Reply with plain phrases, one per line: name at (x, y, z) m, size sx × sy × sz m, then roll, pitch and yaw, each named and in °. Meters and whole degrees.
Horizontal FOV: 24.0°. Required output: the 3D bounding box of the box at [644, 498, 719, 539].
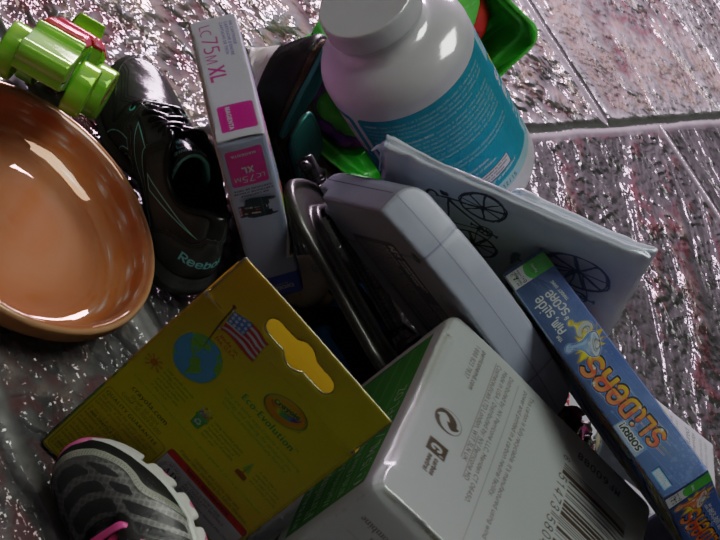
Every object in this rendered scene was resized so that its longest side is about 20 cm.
box at (0.273, 0.274, 1.286) m, size 0.200 × 0.148 × 0.107 m, roll 30°, pitch 37°, yaw -30°

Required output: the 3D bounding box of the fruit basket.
fruit basket at (0.035, -0.162, 1.366) m, size 0.155 × 0.215 × 0.216 m, roll 39°, pitch 33°, yaw -34°

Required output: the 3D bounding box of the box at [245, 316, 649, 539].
box at (0.048, 0.182, 1.077) m, size 0.200 × 0.171 × 0.199 m, roll 44°, pitch 32°, yaw -9°

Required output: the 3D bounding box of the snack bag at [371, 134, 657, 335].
snack bag at (0.098, -0.018, 1.192) m, size 0.199 × 0.189 × 0.021 m, roll 24°, pitch 70°, yaw 7°

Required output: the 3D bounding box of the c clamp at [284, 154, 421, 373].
c clamp at (0.000, 0.000, 1.217) m, size 0.201 × 0.027 × 0.171 m, roll 62°, pitch 11°, yaw 9°

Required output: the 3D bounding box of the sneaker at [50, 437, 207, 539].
sneaker at (-0.127, 0.186, 0.946) m, size 0.087 × 0.074 × 0.201 m, roll -7°, pitch 68°, yaw -61°

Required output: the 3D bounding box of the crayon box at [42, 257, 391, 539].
crayon box at (-0.079, 0.085, 0.991) m, size 0.127 × 0.200 × 0.051 m, roll 49°, pitch 32°, yaw -3°

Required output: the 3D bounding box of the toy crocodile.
toy crocodile at (-0.202, -0.146, 1.156) m, size 0.067 × 0.062 × 0.200 m, roll 29°, pitch 4°, yaw -3°

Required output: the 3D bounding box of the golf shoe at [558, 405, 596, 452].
golf shoe at (0.128, 0.199, 1.237) m, size 0.073 × 0.092 × 0.201 m, roll 2°, pitch 84°, yaw -64°

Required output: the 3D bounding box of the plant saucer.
plant saucer at (-0.223, -0.036, 1.091) m, size 0.200 × 0.037 × 0.201 m, roll 32°, pitch 35°, yaw -26°

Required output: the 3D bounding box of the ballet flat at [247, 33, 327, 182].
ballet flat at (-0.064, -0.125, 1.274) m, size 0.068 × 0.200 × 0.068 m, roll 29°, pitch 67°, yaw 7°

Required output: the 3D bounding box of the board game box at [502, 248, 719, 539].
board game box at (0.174, 0.093, 1.133) m, size 0.200 × 0.034 × 0.135 m, roll 57°, pitch 0°, yaw 36°

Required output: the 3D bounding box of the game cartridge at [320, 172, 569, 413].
game cartridge at (0.060, 0.018, 1.157) m, size 0.200 × 0.041 × 0.133 m, roll 52°, pitch -10°, yaw -23°

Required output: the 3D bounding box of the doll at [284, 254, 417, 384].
doll at (0.018, 0.058, 1.283) m, size 0.200 × 0.048 × 0.137 m, roll 38°, pitch 37°, yaw -10°

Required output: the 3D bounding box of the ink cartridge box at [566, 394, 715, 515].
ink cartridge box at (0.191, 0.154, 1.368) m, size 0.200 × 0.083 × 0.146 m, roll 38°, pitch 34°, yaw -20°

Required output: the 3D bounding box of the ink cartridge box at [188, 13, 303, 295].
ink cartridge box at (-0.077, -0.066, 1.188) m, size 0.200 × 0.042 × 0.120 m, roll 82°, pitch -6°, yaw -51°

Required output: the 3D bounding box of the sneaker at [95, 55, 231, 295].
sneaker at (-0.131, -0.082, 1.201) m, size 0.075 × 0.079 × 0.201 m, roll -3°, pitch 56°, yaw -32°

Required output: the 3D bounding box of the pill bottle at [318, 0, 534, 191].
pill bottle at (0.043, -0.124, 1.192) m, size 0.200 × 0.110 × 0.111 m, roll 55°, pitch 20°, yaw -48°
